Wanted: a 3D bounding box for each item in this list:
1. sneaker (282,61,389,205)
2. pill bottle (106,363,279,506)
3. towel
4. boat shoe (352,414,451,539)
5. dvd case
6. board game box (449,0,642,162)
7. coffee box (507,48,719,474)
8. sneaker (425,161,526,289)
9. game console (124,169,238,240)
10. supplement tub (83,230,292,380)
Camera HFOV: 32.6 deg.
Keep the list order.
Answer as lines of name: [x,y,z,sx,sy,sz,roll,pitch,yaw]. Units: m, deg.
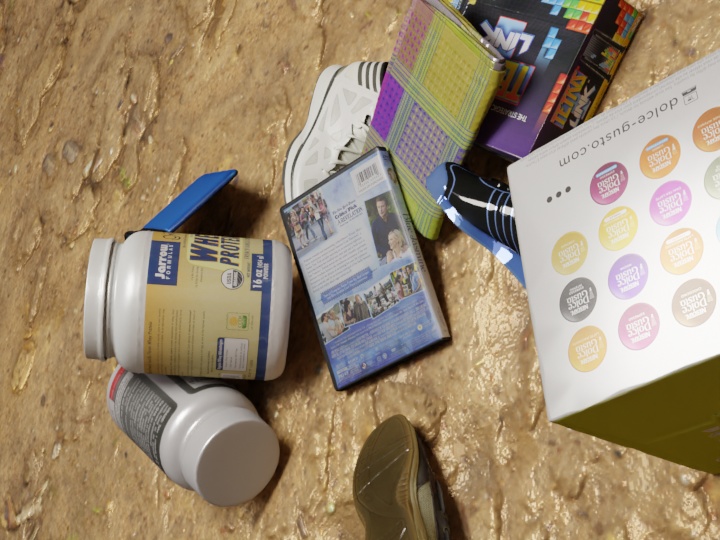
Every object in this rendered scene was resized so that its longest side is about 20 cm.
sneaker: [-0.010,-0.130,1.266,0.115,0.076,0.201,-5,66,49]
pill bottle: [-0.175,0.160,1.284,0.200,0.114,0.114,30,95,50]
towel: [0.064,-0.145,1.146,0.144,0.023,0.200,51,134,39]
boat shoe: [0.039,0.209,1.062,0.073,0.065,0.200,-37,29,23]
dvd case: [0.000,0.000,1.192,0.142,0.018,0.201,-29,72,36]
board game box: [0.140,-0.191,1.145,0.200,0.057,0.166,29,94,50]
coffee box: [0.247,0.003,0.822,0.199,0.200,0.198,-29,54,37]
sneaker: [0.141,-0.042,1.048,0.200,0.070,0.078,46,109,28]
game console: [-0.200,-0.021,1.421,0.200,0.118,0.171,-171,71,-73]
supplement tub: [-0.173,0.035,1.247,0.144,0.199,0.145,-176,90,-83]
